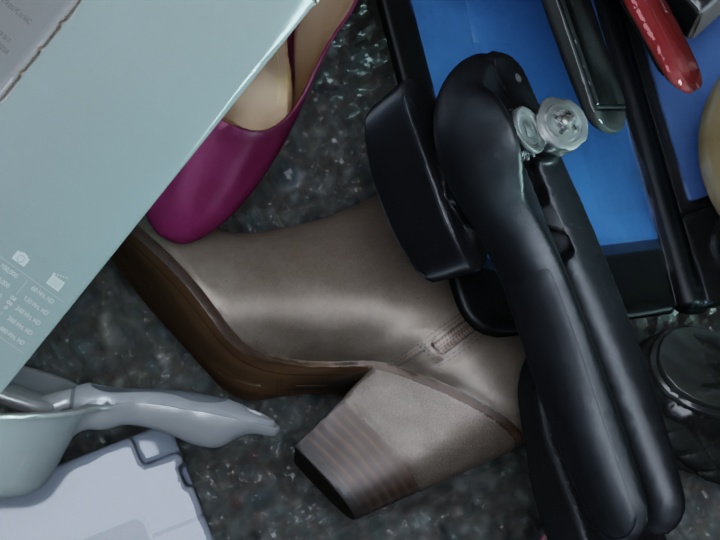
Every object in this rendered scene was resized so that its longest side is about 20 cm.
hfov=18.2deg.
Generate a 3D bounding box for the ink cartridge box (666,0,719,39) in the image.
[{"bbox_3d":[0.173,-0.193,0.915,0.200,0.037,0.095,-41,79,-13],"label":"ink cartridge box"}]

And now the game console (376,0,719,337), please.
[{"bbox_3d":[0.117,-0.088,0.913,0.175,0.116,0.201,-20,77,25],"label":"game console"}]

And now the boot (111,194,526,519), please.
[{"bbox_3d":[0.000,0.000,0.937,0.146,0.070,0.200,-41,88,-15],"label":"boot"}]

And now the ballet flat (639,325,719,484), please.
[{"bbox_3d":[0.196,0.084,0.953,0.199,0.057,0.067,30,57,-6],"label":"ballet flat"}]

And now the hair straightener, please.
[{"bbox_3d":[0.056,-0.142,0.878,0.077,0.041,0.201,-30,86,26],"label":"hair straightener"}]

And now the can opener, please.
[{"bbox_3d":[0.074,0.009,0.858,0.063,0.079,0.201,-18,78,-46],"label":"can opener"}]

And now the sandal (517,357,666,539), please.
[{"bbox_3d":[0.095,0.124,0.925,0.075,0.045,0.201,-16,95,-47],"label":"sandal"}]

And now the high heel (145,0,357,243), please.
[{"bbox_3d":[-0.031,-0.105,0.869,0.067,0.096,0.201,20,85,-19],"label":"high heel"}]

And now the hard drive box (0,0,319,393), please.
[{"bbox_3d":[-0.132,-0.065,0.838,0.077,0.156,0.200,38,91,-34],"label":"hard drive box"}]

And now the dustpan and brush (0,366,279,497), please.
[{"bbox_3d":[-0.133,0.056,0.882,0.199,0.140,0.058,18,95,-9],"label":"dustpan and brush"}]

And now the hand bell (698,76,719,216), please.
[{"bbox_3d":[0.187,-0.071,0.799,0.104,0.200,0.105,0,76,-1],"label":"hand bell"}]

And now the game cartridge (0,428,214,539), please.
[{"bbox_3d":[-0.103,0.178,0.914,0.133,0.040,0.201,-20,84,-11],"label":"game cartridge"}]
